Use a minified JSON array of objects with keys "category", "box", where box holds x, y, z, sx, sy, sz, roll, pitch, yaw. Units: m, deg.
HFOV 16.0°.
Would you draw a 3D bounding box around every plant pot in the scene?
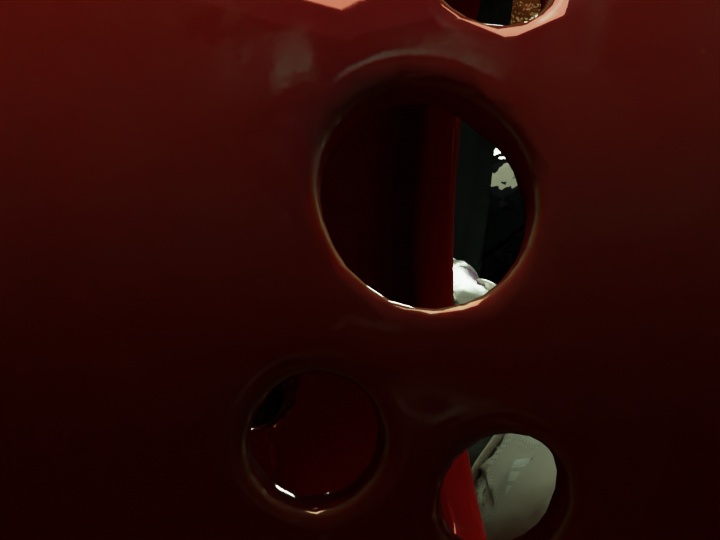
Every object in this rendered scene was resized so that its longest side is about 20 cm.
[{"category":"plant pot","box":[-0.037,0.009,0.461,0.181,0.202,0.200,-3,7,-18]}]

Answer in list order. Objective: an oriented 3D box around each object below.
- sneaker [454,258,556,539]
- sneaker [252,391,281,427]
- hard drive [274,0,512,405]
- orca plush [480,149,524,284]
[{"category":"sneaker","box":[0.003,0.024,0.722,0.140,0.078,0.200,35,0,-11]},{"category":"sneaker","box":[-0.128,0.048,0.756,0.199,0.075,0.116,18,29,11]},{"category":"hard drive","box":[-0.029,-0.017,0.829,0.138,0.201,0.033,6,33,2]},{"category":"orca plush","box":[0.000,0.000,0.897,0.198,0.106,0.071,-9,-9,-9]}]
